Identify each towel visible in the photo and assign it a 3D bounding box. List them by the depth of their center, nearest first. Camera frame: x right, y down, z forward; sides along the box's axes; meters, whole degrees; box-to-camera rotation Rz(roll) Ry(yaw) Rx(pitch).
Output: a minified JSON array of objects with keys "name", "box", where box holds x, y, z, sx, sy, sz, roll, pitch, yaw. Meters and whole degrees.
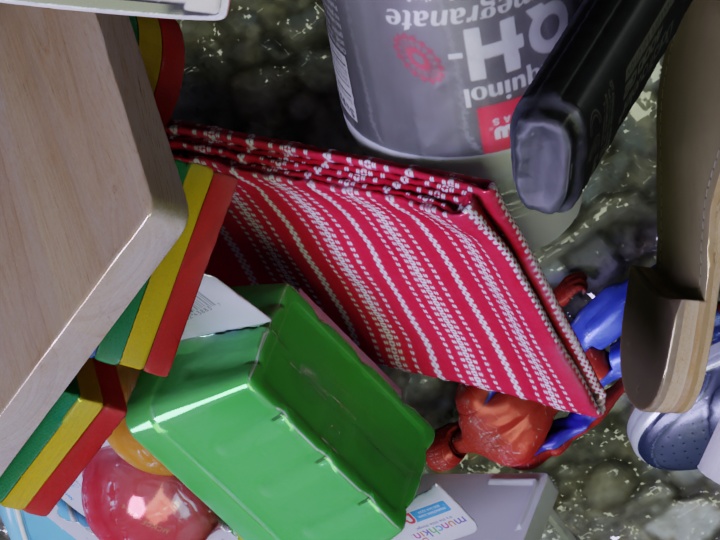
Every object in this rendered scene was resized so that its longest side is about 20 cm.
[{"name":"towel","box":[0.000,0.000,1.215,0.199,0.023,0.145,12,147,39]}]

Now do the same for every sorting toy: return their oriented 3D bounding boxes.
[{"name":"sorting toy","box":[-0.128,-0.018,1.171,0.069,0.200,0.199,16,127,-34]}]

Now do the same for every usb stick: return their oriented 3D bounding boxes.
[{"name":"usb stick","box":[0.101,-0.091,1.120,0.032,0.200,0.056,14,127,15]}]

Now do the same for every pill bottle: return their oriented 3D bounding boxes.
[{"name":"pill bottle","box":[0.040,-0.106,1.157,0.110,0.111,0.201,-8,127,4]}]

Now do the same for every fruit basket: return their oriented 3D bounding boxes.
[{"name":"fruit basket","box":[-0.074,0.081,1.272,0.200,0.094,0.185,-19,125,44]}]

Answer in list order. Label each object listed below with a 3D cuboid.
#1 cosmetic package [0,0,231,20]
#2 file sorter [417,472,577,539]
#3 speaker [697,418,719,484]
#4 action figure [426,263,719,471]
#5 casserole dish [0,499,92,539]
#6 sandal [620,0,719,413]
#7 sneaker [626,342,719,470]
[{"name":"cosmetic package","box":[-0.092,-0.183,1.037,0.103,0.200,0.088,5,128,-4]},{"name":"file sorter","box":[0.025,0.211,1.321,0.138,0.200,0.125,-4,137,37]},{"name":"speaker","box":[0.222,0.016,1.224,0.081,0.081,0.201,23,95,-19]},{"name":"action figure","box":[0.110,0.036,1.306,0.200,0.052,0.065,-35,117,15]},{"name":"casserole dish","box":[-0.121,0.074,1.335,0.121,0.039,0.201,-4,127,0]},{"name":"sandal","box":[0.168,-0.038,1.228,0.069,0.078,0.213,3,111,-19]},{"name":"sneaker","box":[0.223,0.075,1.298,0.199,0.109,0.070,-21,142,12]}]
